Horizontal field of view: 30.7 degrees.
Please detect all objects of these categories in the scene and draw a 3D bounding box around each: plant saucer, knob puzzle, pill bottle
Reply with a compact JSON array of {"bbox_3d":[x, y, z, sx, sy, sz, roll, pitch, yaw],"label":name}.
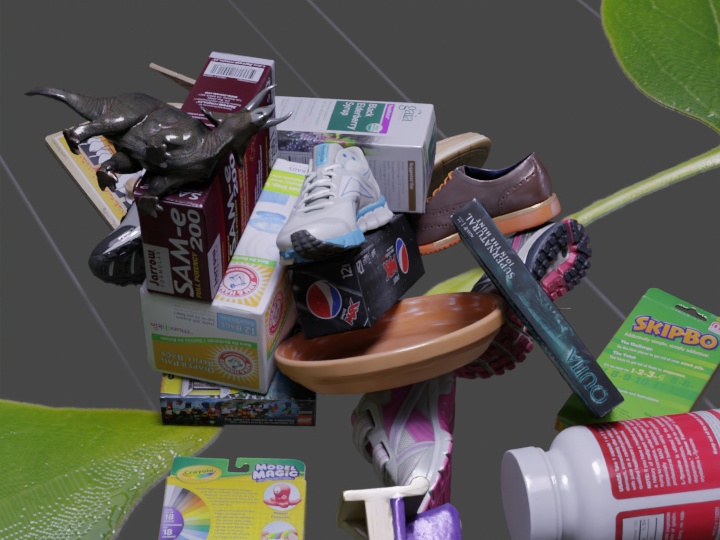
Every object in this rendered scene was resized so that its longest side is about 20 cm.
[{"bbox_3d":[0.028,0.063,1.107,0.200,0.037,0.200,-13,10,2],"label":"plant saucer"},{"bbox_3d":[-0.209,-0.130,1.402,0.219,0.030,0.220,2,44,-2],"label":"knob puzzle"},{"bbox_3d":[0.220,0.176,1.056,0.200,0.112,0.112,-5,45,-9],"label":"pill bottle"}]

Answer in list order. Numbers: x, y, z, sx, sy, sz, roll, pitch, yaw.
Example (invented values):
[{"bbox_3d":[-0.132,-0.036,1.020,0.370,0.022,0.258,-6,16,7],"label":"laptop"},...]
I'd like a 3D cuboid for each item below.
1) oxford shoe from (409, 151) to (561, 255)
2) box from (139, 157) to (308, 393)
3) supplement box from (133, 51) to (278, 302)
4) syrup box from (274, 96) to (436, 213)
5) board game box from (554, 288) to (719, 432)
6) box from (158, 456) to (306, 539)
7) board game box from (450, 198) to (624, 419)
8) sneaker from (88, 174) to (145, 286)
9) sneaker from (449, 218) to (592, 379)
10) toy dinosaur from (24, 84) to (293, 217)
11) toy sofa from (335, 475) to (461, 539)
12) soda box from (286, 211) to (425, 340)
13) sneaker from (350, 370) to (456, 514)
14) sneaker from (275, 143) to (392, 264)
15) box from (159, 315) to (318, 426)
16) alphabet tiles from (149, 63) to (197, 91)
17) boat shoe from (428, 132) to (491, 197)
[{"bbox_3d":[0.091,-0.065,1.286,0.200,0.073,0.071,-15,15,16],"label":"oxford shoe"},{"bbox_3d":[-0.108,-0.003,1.170,0.112,0.101,0.200,11,45,10],"label":"box"},{"bbox_3d":[-0.124,-0.082,1.101,0.061,0.109,0.200,10,45,10],"label":"supplement box"},{"bbox_3d":[-0.031,-0.112,1.253,0.200,0.081,0.079,3,39,10],"label":"syrup box"},{"bbox_3d":[0.266,0.097,1.201,0.096,0.030,0.200,27,52,21],"label":"board game box"},{"bbox_3d":[-0.102,0.233,1.025,0.117,0.048,0.200,2,47,-1],"label":"box"},{"bbox_3d":[0.148,0.036,1.100,0.028,0.135,0.200,-36,79,2],"label":"board game box"},{"bbox_3d":[-0.200,-0.055,1.290,0.079,0.074,0.200,31,47,15],"label":"sneaker"},{"bbox_3d":[0.138,0.029,1.239,0.200,0.081,0.075,-42,26,-29],"label":"sneaker"},{"bbox_3d":[-0.161,-0.101,1.005,0.200,0.077,0.102,12,33,21],"label":"toy dinosaur"},{"bbox_3d":[0.041,0.254,0.939,0.098,0.083,0.200,-4,66,-6],"label":"toy sofa"},{"bbox_3d":[0.000,0.000,1.184,0.063,0.071,0.200,-11,10,19],"label":"soda box"},{"bbox_3d":[0.034,0.149,1.104,0.088,0.081,0.200,3,38,5],"label":"sneaker"},{"bbox_3d":[-0.031,-0.061,1.115,0.075,0.087,0.200,-11,12,15],"label":"sneaker"},{"bbox_3d":[-0.106,0.055,1.212,0.136,0.038,0.200,2,44,-1],"label":"box"},{"bbox_3d":[-0.102,-0.161,1.372,0.200,0.167,0.008,23,90,19],"label":"alphabet tiles"},{"bbox_3d":[0.046,-0.102,1.359,0.200,0.074,0.069,-28,58,-27],"label":"boat shoe"}]
